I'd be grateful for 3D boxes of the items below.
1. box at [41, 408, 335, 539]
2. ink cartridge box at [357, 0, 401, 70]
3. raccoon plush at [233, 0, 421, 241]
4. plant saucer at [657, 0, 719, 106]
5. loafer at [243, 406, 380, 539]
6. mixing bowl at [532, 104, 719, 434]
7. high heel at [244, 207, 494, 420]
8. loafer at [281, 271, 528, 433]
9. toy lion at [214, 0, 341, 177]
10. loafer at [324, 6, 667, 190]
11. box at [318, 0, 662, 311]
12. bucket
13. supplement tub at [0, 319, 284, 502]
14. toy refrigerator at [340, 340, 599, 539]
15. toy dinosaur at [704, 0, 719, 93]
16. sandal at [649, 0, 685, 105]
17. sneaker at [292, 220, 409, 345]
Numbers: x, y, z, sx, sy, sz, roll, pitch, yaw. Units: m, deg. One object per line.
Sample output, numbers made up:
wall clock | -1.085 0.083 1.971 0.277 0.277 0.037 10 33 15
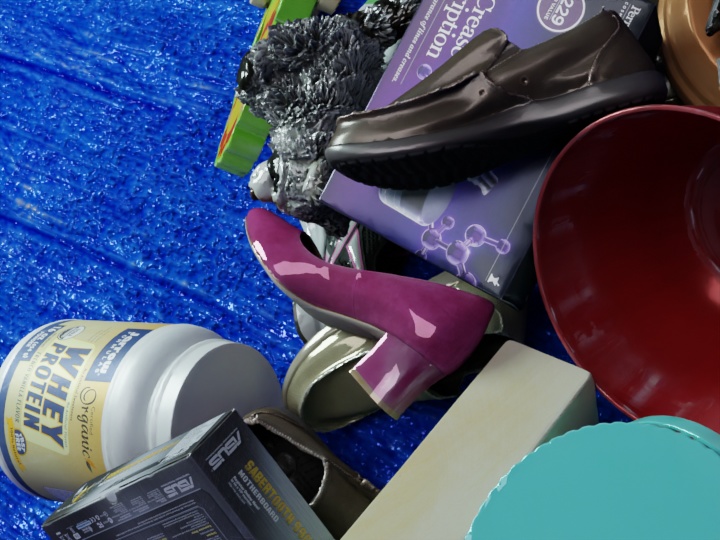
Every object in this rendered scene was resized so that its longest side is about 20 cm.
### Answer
box | -0.100 0.189 0.753 0.199 0.159 0.048 -30 11 44
ink cartridge box | 0.072 -0.137 0.878 0.146 0.084 0.200 -46 48 8
raccoon plush | -0.002 -0.121 0.813 0.200 0.096 0.135 -42 56 15
plant saucer | 0.286 -0.169 0.731 0.198 0.037 0.203 -6 72 18
loafer | -0.019 0.164 0.756 0.199 0.071 0.073 35 90 21
mixing bowl | 0.208 -0.012 0.663 0.199 0.202 0.108 17 34 41
high heel | 0.000 0.000 0.775 0.096 0.067 0.200 -45 51 3
loafer | 0.030 0.062 0.809 0.199 0.076 0.069 -33 45 18
toy lion | -0.077 -0.174 0.979 0.200 0.068 0.194 -142 72 -78
loafer | 0.074 -0.100 0.681 0.198 0.073 0.072 -13 76 6
box | 0.085 -0.097 0.750 0.140 0.079 0.202 28 92 17
bucket | 0.155 0.183 0.609 0.205 0.135 0.209 -17 57 29
supplement tub | -0.169 0.112 0.886 0.198 0.144 0.146 0 66 37
toy refrigerator | 0.060 0.140 0.686 0.070 0.076 0.200 21 54 36
toy dinosaur | 0.273 -0.179 0.672 0.135 0.102 0.203 16 100 40
sandal | 0.222 -0.197 0.816 0.081 0.055 0.202 -2 66 20
sneaker | -0.002 -0.028 0.896 0.085 0.081 0.202 -9 61 10
